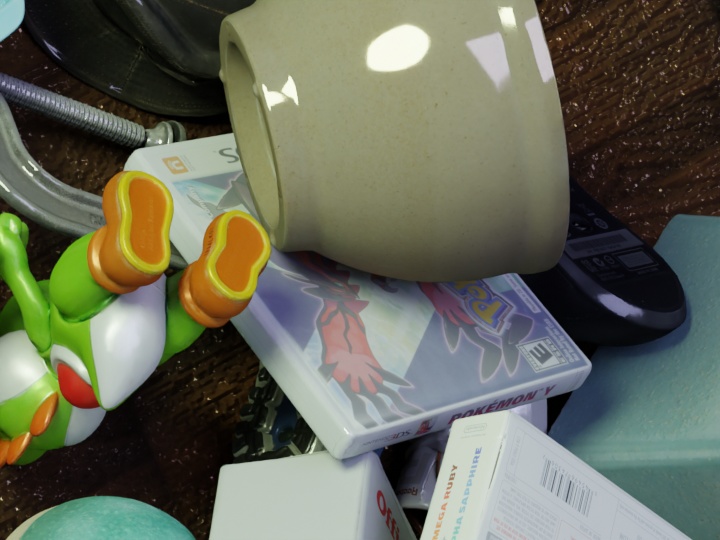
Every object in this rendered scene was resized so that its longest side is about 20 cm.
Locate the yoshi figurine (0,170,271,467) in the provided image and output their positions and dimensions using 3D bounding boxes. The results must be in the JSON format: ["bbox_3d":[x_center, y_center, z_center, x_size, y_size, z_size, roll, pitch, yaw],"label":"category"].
[{"bbox_3d":[-0.131,0.019,1.320,0.112,0.200,0.113,-24,77,-47],"label":"yoshi figurine"}]

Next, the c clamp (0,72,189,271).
[{"bbox_3d":[-0.145,-0.069,1.393,0.199,0.027,0.171,23,28,-34],"label":"c clamp"}]

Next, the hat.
[{"bbox_3d":[-0.089,-0.151,1.396,0.200,0.201,0.081,27,24,-22],"label":"hat"}]

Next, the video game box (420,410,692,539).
[{"bbox_3d":[0.099,0.194,1.277,0.200,0.047,0.183,36,57,-33],"label":"video game box"}]

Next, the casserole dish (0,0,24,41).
[{"bbox_3d":[-0.253,-0.165,1.351,0.200,0.039,0.121,39,56,14],"label":"casserole dish"}]

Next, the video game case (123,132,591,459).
[{"bbox_3d":[0.000,0.000,1.387,0.182,0.023,0.200,-13,56,-43],"label":"video game case"}]

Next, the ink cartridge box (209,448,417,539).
[{"bbox_3d":[-0.020,0.207,1.301,0.201,0.084,0.145,-81,156,-44],"label":"ink cartridge box"}]

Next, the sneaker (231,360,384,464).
[{"bbox_3d":[-0.013,0.049,1.455,0.089,0.078,0.201,41,49,-41],"label":"sneaker"}]

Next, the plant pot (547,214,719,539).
[{"bbox_3d":[0.258,0.095,1.486,0.197,0.199,0.196,53,53,-28],"label":"plant pot"}]

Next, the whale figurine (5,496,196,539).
[{"bbox_3d":[-0.096,0.198,1.329,0.200,0.103,0.160,48,47,-23],"label":"whale figurine"}]

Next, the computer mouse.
[{"bbox_3d":[0.101,-0.020,1.505,0.138,0.053,0.200,-5,44,-47],"label":"computer mouse"}]

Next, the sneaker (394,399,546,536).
[{"bbox_3d":[0.054,0.091,1.473,0.084,0.073,0.202,-5,80,-34],"label":"sneaker"}]

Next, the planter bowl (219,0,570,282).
[{"bbox_3d":[0.007,-0.082,1.333,0.134,0.200,0.202,-14,82,-10],"label":"planter bowl"}]
